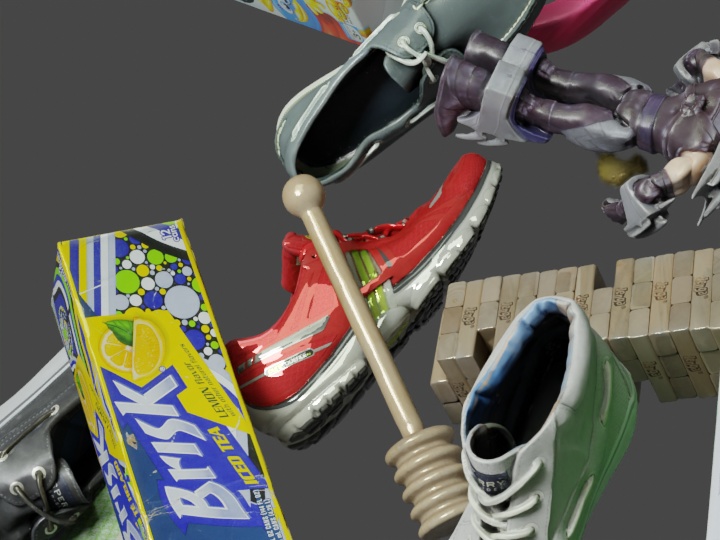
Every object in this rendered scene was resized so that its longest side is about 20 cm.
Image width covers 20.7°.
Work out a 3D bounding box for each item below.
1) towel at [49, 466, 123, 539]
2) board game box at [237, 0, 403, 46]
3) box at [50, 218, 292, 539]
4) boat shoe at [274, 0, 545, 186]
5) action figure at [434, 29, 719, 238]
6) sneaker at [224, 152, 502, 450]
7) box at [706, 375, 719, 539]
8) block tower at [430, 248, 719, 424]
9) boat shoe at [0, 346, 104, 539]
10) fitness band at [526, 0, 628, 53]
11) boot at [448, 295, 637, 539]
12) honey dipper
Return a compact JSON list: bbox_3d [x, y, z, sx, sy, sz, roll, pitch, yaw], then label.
[{"bbox_3d":[-0.167,0.167,1.039,0.200,0.031,0.149,3,48,35],"label":"towel"},{"bbox_3d":[-0.040,-0.237,1.310,0.103,0.105,0.200,-46,42,-17],"label":"board game box"},{"bbox_3d":[-0.097,0.077,0.989,0.070,0.064,0.200,-12,61,-18],"label":"box"},{"bbox_3d":[0.032,-0.116,1.146,0.200,0.073,0.062,-37,18,16],"label":"boat shoe"},{"bbox_3d":[0.146,-0.083,1.073,0.200,0.069,0.130,16,48,21],"label":"action figure"},{"bbox_3d":[0.000,0.000,1.044,0.085,0.077,0.200,39,69,8],"label":"sneaker"},{"bbox_3d":[0.241,0.095,0.816,0.176,0.097,0.200,-8,45,23],"label":"box"},{"bbox_3d":[0.132,0.031,0.977,0.200,0.054,0.058,-10,45,23],"label":"block tower"},{"bbox_3d":[-0.163,0.105,1.033,0.066,0.070,0.200,12,47,43],"label":"boat shoe"},{"bbox_3d":[0.118,-0.216,1.216,0.200,0.037,0.144,-43,62,-12],"label":"fitness band"},{"bbox_3d":[0.062,0.109,0.888,0.073,0.096,0.200,10,65,30],"label":"boot"},{"bbox_3d":[0.008,0.037,0.984,0.038,0.038,0.200,-25,71,5],"label":"honey dipper"}]
